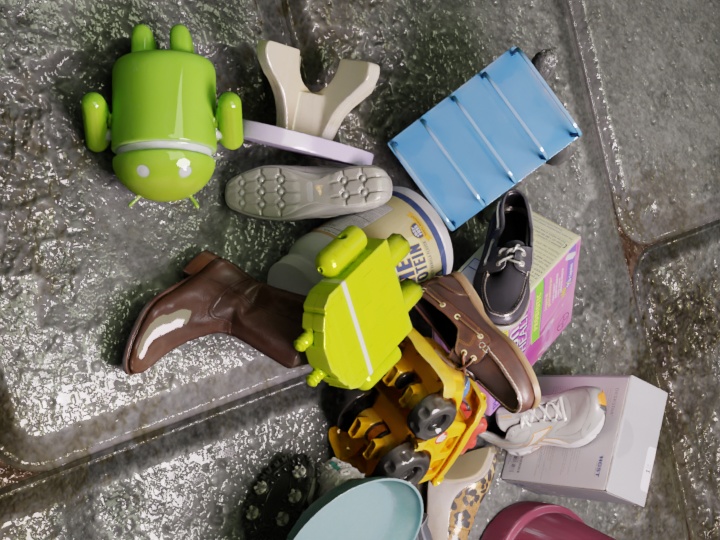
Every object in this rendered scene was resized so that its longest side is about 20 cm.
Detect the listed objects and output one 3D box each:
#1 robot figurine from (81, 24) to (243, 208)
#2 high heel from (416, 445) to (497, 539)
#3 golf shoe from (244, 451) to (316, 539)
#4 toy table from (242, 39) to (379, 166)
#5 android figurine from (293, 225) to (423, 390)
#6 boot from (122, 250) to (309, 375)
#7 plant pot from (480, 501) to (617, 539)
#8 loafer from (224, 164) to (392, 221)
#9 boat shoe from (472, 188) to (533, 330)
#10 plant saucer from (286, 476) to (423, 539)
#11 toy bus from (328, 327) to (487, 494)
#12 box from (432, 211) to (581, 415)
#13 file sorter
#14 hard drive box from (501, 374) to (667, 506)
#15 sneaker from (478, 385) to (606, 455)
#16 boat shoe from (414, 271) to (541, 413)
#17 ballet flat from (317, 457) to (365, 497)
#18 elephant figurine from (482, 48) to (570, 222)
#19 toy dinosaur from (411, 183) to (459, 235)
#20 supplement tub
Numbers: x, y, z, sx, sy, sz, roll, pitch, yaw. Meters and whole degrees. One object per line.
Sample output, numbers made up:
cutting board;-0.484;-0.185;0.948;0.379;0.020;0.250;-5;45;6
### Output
robot figurine;-0.218;-0.168;1.329;0.174;0.116;0.201;0;84;-5
high heel;0.130;0.332;1.577;0.200;0.071;0.143;-39;126;-39
golf shoe;-0.095;0.316;1.417;0.088;0.077;0.201;44;60;-51
toy table;-0.058;-0.196;1.422;0.200;0.183;0.118;6;97;-59
android figurine;-0.003;0.048;1.316;0.200;0.041;0.183;-45;129;-38
boot;-0.139;0.077;1.324;0.187;0.199;0.064;-55;157;-26
plant pot;0.277;0.417;1.589;0.199;0.179;0.201;2;86;-34
loafer;-0.061;-0.091;1.421;0.199;0.070;0.070;0;85;9
boat shoe;0.176;-0.017;1.454;0.063;0.072;0.201;86;14;-47
plant saucer;-0.018;0.309;1.375;0.199;0.036;0.201;-22;133;-25
toy bus;0.086;0.173;1.465;0.191;0.136;0.201;3;127;-39
box;0.189;0.052;1.555;0.200;0.096;0.176;-43;149;-29
file sorter;0.148;-0.158;1.444;0.200;0.123;0.139;-37;92;8
hard drive box;0.298;0.224;1.605;0.077;0.200;0.157;25;73;-30
sneaker;0.230;0.195;1.559;0.092;0.200;0.076;17;59;-35
boat shoe;0.128;0.088;1.383;0.070;0.071;0.200;-16;54;-30
ballet flat;-0.023;0.305;1.447;0.072;0.072;0.201;-23;131;-33
elephant figurine;0.208;-0.174;1.570;0.155;0.199;0.142;35;62;-29
toy dinosaur;0.119;-0.102;1.561;0.088;0.200;0.047;47;25;10
supplement tub;0.000;0.000;1.451;0.200;0.144;0.145;-33;104;-32
